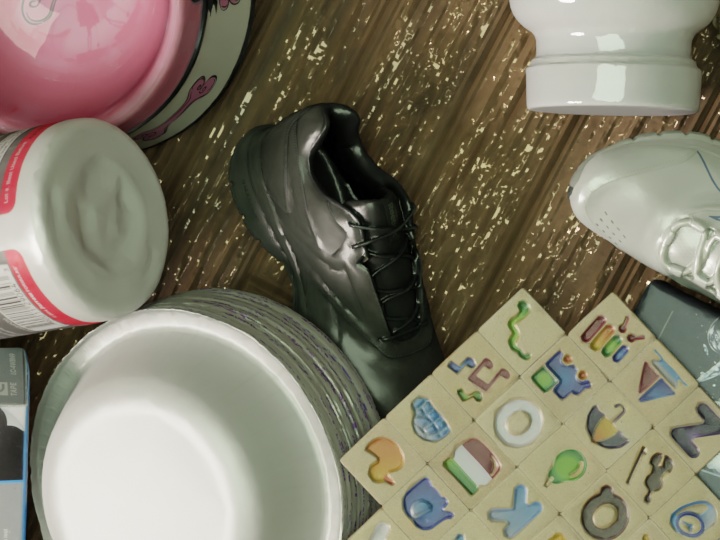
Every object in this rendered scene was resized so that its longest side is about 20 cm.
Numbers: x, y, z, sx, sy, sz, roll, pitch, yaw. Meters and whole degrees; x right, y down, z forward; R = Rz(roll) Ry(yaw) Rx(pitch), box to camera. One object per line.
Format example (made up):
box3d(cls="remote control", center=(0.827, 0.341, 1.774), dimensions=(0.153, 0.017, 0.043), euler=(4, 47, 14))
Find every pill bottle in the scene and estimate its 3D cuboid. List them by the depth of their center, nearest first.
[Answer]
box3d(cls="pill bottle", center=(0.137, -0.186, 1.619), dimensions=(0.116, 0.116, 0.200), euler=(1, 90, 9))
box3d(cls="pill bottle", center=(-0.213, -0.015, 1.650), dimensions=(0.200, 0.111, 0.111), euler=(-9, 88, 36))

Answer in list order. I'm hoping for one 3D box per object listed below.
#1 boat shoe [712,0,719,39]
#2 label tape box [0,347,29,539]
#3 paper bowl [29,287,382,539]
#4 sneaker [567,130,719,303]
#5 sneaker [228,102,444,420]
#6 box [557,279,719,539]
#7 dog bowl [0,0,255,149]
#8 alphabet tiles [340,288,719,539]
box3d(cls="boat shoe", center=(0.231, -0.135, 1.634), dimensions=(0.072, 0.076, 0.200), euler=(23, 104, 42))
box3d(cls="label tape box", center=(-0.284, 0.117, 1.655), dimensions=(0.200, 0.066, 0.144), euler=(-1, 122, -10))
box3d(cls="paper bowl", center=(-0.092, 0.116, 1.631), dimensions=(0.200, 0.104, 0.201), euler=(7, 104, 28))
box3d(cls="sneaker", center=(0.204, -0.011, 1.589), dimensions=(0.200, 0.087, 0.075), euler=(20, 119, -10))
box3d(cls="sneaker", center=(0.000, 0.000, 1.645), dimensions=(0.091, 0.076, 0.200), euler=(-32, 86, 50))
box3d(cls="box", center=(0.194, 0.133, 1.616), dimensions=(0.182, 0.104, 0.200), euler=(27, 94, 9))
box3d(cls="dog bowl", center=(-0.163, -0.157, 1.666), dimensions=(0.200, 0.074, 0.201), euler=(3, 102, 17))
box3d(cls="alphabet tiles", center=(0.093, 0.115, 1.566), dimensions=(0.200, 0.006, 0.166), euler=(-43, 88, 2))
